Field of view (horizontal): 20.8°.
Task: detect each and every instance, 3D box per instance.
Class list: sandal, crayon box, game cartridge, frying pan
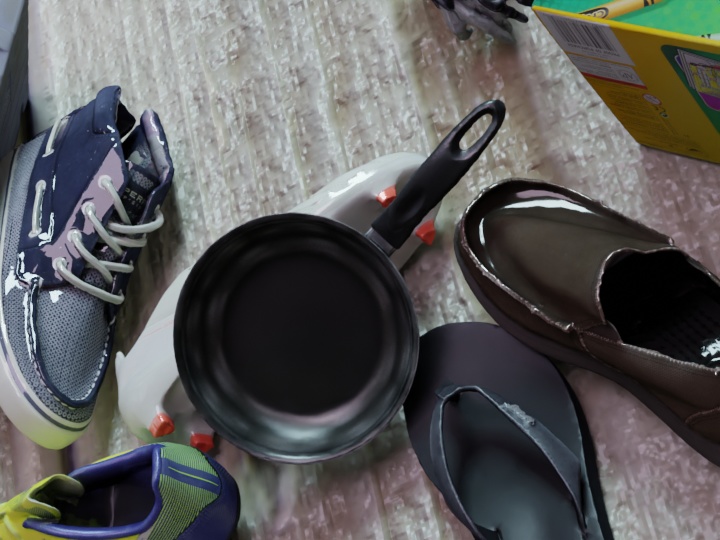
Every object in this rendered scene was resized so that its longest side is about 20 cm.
[{"bbox_3d":[0.068,0.095,0.841,0.076,0.043,0.201,-35,50,12],"label":"sandal"},{"bbox_3d":[0.185,-0.086,0.821,0.199,0.119,0.058,17,74,39],"label":"crayon box"},{"bbox_3d":[-0.217,-0.045,1.067,0.038,0.130,0.201,10,64,0],"label":"game cartridge"},{"bbox_3d":[-0.016,-0.005,0.891,0.115,0.031,0.191,20,98,7],"label":"frying pan"}]

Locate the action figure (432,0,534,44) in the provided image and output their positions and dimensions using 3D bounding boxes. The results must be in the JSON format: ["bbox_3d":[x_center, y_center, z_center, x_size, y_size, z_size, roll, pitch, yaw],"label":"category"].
[{"bbox_3d":[0.068,-0.172,0.968,0.119,0.102,0.200,-51,21,9],"label":"action figure"}]

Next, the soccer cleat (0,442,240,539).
[{"bbox_3d":[-0.152,0.124,0.944,0.199,0.084,0.065,-19,55,24],"label":"soccer cleat"}]

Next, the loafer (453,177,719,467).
[{"bbox_3d":[0.115,0.006,0.836,0.073,0.071,0.200,-42,50,-18],"label":"loafer"}]

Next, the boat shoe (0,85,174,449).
[{"bbox_3d":[-0.143,-0.010,1.014,0.093,0.075,0.201,-35,45,27],"label":"boat shoe"}]

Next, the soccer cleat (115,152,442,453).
[{"bbox_3d":[-0.046,0.005,0.958,0.200,0.069,0.078,-43,45,9],"label":"soccer cleat"}]
